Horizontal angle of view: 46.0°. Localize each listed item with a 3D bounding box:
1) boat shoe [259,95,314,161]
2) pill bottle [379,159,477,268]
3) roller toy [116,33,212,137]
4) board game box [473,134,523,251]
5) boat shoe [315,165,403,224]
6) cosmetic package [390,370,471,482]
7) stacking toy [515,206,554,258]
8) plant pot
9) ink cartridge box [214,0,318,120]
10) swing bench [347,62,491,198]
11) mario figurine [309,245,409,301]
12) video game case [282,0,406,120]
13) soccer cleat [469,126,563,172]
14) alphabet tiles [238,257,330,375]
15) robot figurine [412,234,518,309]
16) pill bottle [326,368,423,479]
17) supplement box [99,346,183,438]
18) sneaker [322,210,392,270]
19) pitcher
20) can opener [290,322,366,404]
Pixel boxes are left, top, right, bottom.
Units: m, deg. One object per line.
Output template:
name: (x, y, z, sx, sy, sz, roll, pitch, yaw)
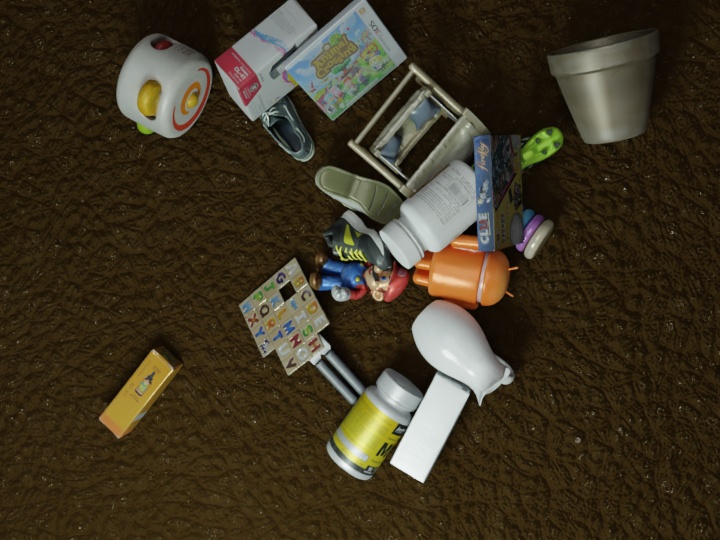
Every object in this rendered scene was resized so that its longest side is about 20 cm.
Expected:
boat shoe: (-0.166, -0.312, 1.735, 0.072, 0.062, 0.201, -37, 83, 14)
pill bottle: (0.137, -0.101, 1.572, 0.199, 0.114, 0.115, -40, 84, -7)
roller toy: (-0.389, -0.371, 1.716, 0.138, 0.200, 0.184, 27, 77, 8)
board game box: (0.252, -0.143, 1.536, 0.034, 0.135, 0.204, 2, 98, 33)
boat shoe: (0.003, -0.154, 1.703, 0.198, 0.068, 0.076, 28, 92, -11)
cosmetic package: (0.142, 0.299, 1.668, 0.080, 0.113, 0.202, 26, 95, 9)
stacking toy: (0.273, -0.111, 1.648, 0.199, 0.085, 0.086, 36, 98, 15)
plant pot: (0.456, -0.333, 1.557, 0.197, 0.200, 0.176, -12, 106, 12)
ink cartridge box: (-0.173, -0.410, 1.661, 0.199, 0.148, 0.086, -39, 74, -6)
swing bench: (0.118, -0.251, 1.645, 0.200, 0.130, 0.200, 41, 98, 8)
mario figurine: (0.000, 0.000, 1.691, 0.197, 0.106, 0.126, 6, 92, 13)
video game case: (-0.027, -0.409, 1.653, 0.199, 0.182, 0.022, -38, 51, 10)
soccer cleat: (0.296, -0.214, 1.631, 0.198, 0.081, 0.068, -25, 93, 8)
alphabet tiles: (-0.152, 0.102, 1.730, 0.167, 0.008, 0.202, -38, 63, 17)
robot figurine: (0.203, 0.005, 1.644, 0.197, 0.117, 0.146, 11, 92, 12)
pill bottle: (0.031, 0.303, 1.688, 0.114, 0.114, 0.201, 36, 99, 8)
supplement box: (-0.468, 0.259, 1.816, 0.066, 0.069, 0.201, 41, 101, 7)
sneaker: (-0.006, -0.043, 1.658, 0.084, 0.200, 0.075, -34, 125, -8)
pitcher: (0.204, 0.153, 1.636, 0.200, 0.171, 0.122, 45, 109, 20)
can opener: (-0.066, 0.185, 1.738, 0.053, 0.066, 0.200, -43, 90, -1)
